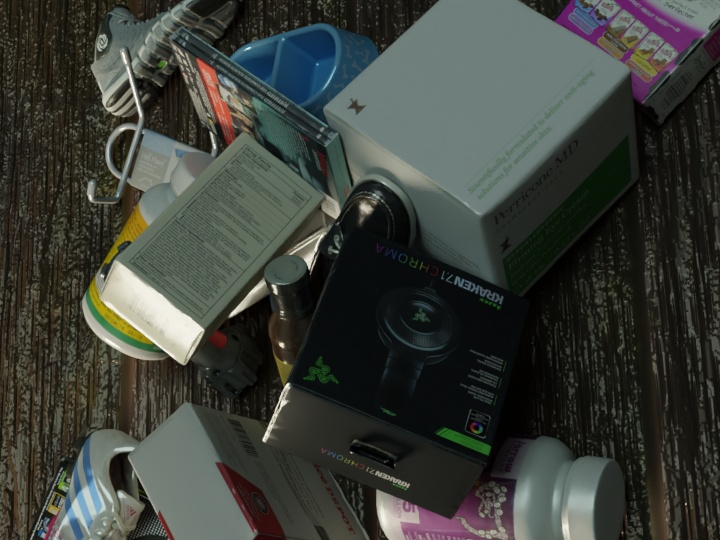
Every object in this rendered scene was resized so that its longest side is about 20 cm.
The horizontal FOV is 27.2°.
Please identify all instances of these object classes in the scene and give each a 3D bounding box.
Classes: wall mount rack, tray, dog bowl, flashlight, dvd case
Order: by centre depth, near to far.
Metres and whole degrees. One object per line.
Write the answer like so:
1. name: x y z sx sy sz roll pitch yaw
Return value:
1. dvd case: -0.090 -0.133 1.396 0.200 0.146 0.022 37 72 24
2. flashlight: -0.168 0.045 1.450 0.068 0.200 0.068 -35 46 12
3. dog bowl: -0.071 -0.186 1.485 0.200 0.050 0.112 -7 66 43
4. tray: -0.083 -0.038 1.496 0.200 0.022 0.108 -31 55 38
5. wall mount rack: -0.213 -0.136 1.592 0.200 0.074 0.174 23 101 31

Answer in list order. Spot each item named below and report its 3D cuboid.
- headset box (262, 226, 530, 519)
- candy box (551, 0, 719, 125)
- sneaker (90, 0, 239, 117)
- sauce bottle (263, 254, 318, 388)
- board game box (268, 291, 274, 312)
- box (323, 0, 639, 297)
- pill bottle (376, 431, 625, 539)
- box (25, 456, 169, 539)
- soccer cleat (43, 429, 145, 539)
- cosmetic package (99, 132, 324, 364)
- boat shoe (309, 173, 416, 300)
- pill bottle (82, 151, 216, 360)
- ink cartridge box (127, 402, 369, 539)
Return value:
1. headset box: 0.031 0.089 1.248 0.174 0.093 0.200 23 48 -1
2. candy box: 0.292 -0.255 1.380 0.200 0.061 0.136 -48 59 8
3. sneaker: -0.232 -0.276 1.660 0.200 0.075 0.116 -41 58 12
4. sauce bottle: -0.049 0.071 1.385 0.065 0.200 0.065 -6 43 5
5. board game box: 0.000 0.000 1.472 0.200 0.039 0.158 -27 64 27
6. box: 0.113 -0.115 1.336 0.199 0.171 0.200 -44 58 -15
7. pill bottle: 0.124 0.197 1.301 0.199 0.112 0.113 1 75 28
8. box: -0.263 0.315 1.510 0.193 0.047 0.200 21 85 33
9. soccer cleat: -0.260 0.254 1.460 0.086 0.070 0.201 6 76 29
10. cosmetic package: -0.133 -0.022 1.354 0.103 0.073 0.200 39 52 3
11. boat shoe: -0.007 -0.015 1.349 0.074 0.200 0.060 42 59 5
12. pill bottle: -0.190 -0.017 1.506 0.113 0.113 0.200 48 116 30
13. ink cartridge box: -0.098 0.214 1.364 0.083 0.200 0.147 -41 60 15
